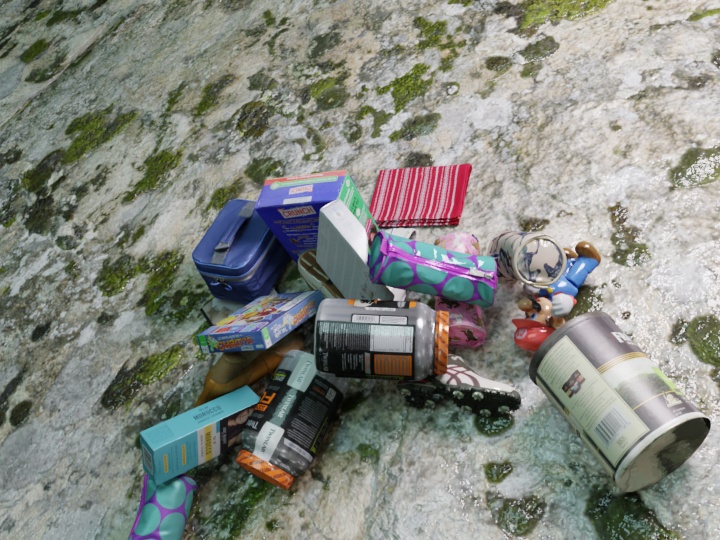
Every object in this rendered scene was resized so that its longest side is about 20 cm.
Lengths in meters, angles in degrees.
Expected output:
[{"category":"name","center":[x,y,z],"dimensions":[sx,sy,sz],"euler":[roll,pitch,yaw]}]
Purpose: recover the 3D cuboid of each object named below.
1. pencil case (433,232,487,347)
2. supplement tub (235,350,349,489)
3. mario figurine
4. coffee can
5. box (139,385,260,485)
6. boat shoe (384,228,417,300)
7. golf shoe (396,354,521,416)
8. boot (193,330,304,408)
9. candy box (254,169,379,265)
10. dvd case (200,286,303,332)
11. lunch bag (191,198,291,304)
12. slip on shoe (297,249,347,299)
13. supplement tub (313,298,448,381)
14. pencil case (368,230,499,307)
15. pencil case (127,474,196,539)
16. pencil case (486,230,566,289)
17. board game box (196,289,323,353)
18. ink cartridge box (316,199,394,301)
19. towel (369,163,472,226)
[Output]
[{"category":"pencil case","center":[0.166,0.033,1.257],"dimensions":[0.086,0.083,0.200],"euler":[-4,54,11]},{"category":"supplement tub","center":[-0.112,0.241,1.215],"dimensions":[0.122,0.123,0.200],"euler":[13,63,32]},{"category":"mario figurine","center":[0.294,0.034,1.174],"dimensions":[0.106,0.124,0.200],"euler":[25,65,23]},{"category":"coffee can","center":[0.348,0.176,1.024],"dimensions":[0.146,0.146,0.200],"euler":[-34,49,0]},{"category":"box","center":[-0.258,0.268,1.230],"dimensions":[0.200,0.082,0.049],"euler":[-21,41,-35]},{"category":"boat shoe","center":[0.070,0.006,1.336],"dimensions":[0.066,0.072,0.200],"euler":[-10,46,23]},{"category":"golf shoe","center":[0.156,0.171,1.170],"dimensions":[0.200,0.077,0.088],"euler":[4,52,28]},{"category":"boot","center":[-0.200,0.178,1.329],"dimensions":[0.071,0.201,0.144],"euler":[47,124,21]},{"category":"candy box","center":[-0.071,-0.087,1.381],"dimensions":[0.169,0.200,0.077],"euler":[-2,56,24]},{"category":"dvd case","center":[-0.214,0.090,1.443],"dimensions":[0.143,0.018,0.200],"euler":[-39,49,-6]},{"category":"lunch bag","center":[-0.231,-0.038,1.445],"dimensions":[0.136,0.132,0.200],"euler":[8,50,23]},{"category":"slip on shoe","center":[-0.039,0.044,1.369],"dimensions":[0.200,0.061,0.076],"euler":[38,61,21]},{"category":"supplement tub","center":[0.034,0.106,1.149],"dimensions":[0.199,0.123,0.123],"euler":[3,56,6]},{"category":"pencil case","center":[0.112,-0.002,1.151],"dimensions":[0.200,0.092,0.085],"euler":[12,75,-12]},{"category":"pencil case","center":[-0.337,0.425,1.203],"dimensions":[0.085,0.092,0.200],"euler":[-34,33,52]},{"category":"pencil case","center":[0.255,-0.016,1.173],"dimensions":[0.078,0.200,0.090],"euler":[-7,94,-3]},{"category":"board game box","center":[-0.167,0.086,1.291],"dimensions":[0.135,0.035,0.200],"euler":[-7,14,29]},{"category":"ink cartridge box","center":[0.000,0.000,1.266],"dimensions":[0.047,0.160,0.200],"euler":[-31,66,-23]},{"category":"towel","center":[0.113,-0.147,1.454],"dimensions":[0.200,0.022,0.145],"euler":[0,56,26]}]
